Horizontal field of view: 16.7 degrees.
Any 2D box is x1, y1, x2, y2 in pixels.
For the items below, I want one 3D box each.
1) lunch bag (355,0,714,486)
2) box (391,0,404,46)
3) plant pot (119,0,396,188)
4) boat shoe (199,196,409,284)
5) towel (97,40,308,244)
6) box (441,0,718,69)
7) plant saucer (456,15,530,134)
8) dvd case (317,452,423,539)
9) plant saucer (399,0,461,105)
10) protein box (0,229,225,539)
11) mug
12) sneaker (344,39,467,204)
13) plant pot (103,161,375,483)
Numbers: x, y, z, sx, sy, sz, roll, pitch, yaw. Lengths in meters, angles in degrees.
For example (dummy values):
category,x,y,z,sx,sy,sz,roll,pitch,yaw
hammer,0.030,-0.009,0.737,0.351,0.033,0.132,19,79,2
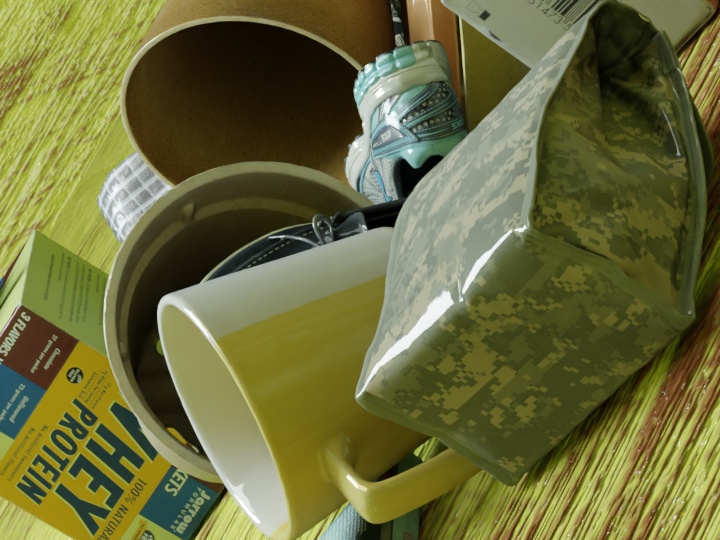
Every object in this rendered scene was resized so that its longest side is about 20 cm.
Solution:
category,x,y,z,sx,sy,sz,roll,pitch,yaw
lunch bag,0.092,-0.022,1.227,0.164,0.117,0.201,-47,21,42
box,0.029,-0.240,1.828,0.086,0.164,0.200,-26,6,-14
plant pot,-0.054,-0.168,1.669,0.186,0.186,0.201,-45,25,43
boat shoe,-0.007,-0.002,1.450,0.199,0.075,0.062,-17,-11,-13
towel,-0.075,-0.054,1.751,0.200,0.086,0.166,-39,50,-1
box,0.142,-0.212,1.458,0.109,0.128,0.200,-45,18,39
plant saucer,0.082,-0.181,1.614,0.200,0.048,0.201,-95,-1,-69
dvd case,-0.031,0.207,1.365,0.200,0.022,0.146,-53,14,24
plant saucer,0.043,-0.186,1.629,0.200,0.032,0.202,-6,-90,-89
protein box,-0.201,0.100,1.842,0.135,0.199,0.199,-55,13,11
mug,-0.002,0.065,1.348,0.153,0.187,0.150,-26,-22,-18
sneaker,0.035,-0.058,1.545,0.200,0.077,0.087,77,174,-65
plant pot,-0.071,0.053,1.551,0.201,0.200,0.184,-62,3,-18
